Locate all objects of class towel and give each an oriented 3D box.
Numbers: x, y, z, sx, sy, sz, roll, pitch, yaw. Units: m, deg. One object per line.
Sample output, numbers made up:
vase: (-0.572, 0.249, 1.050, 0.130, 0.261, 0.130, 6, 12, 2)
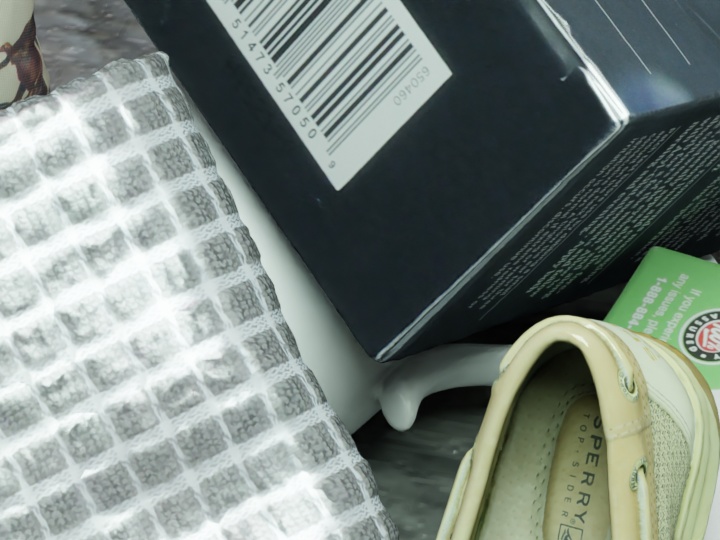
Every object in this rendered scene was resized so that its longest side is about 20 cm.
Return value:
towel: (-0.102, 0.060, 0.697, 0.200, 0.086, 0.166, -27, 87, -8)

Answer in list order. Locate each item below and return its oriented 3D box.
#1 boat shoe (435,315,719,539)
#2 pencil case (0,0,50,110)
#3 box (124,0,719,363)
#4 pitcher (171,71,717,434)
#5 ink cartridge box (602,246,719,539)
boat shoe: (0.037, 0.111, 0.656, 0.073, 0.201, 0.063, 13, -1, 22)
pencil case: (-0.133, -0.080, 0.870, 0.078, 0.200, 0.090, -10, 51, -8)
box: (0.051, -0.080, 0.792, 0.200, 0.107, 0.149, -17, 67, -52)
pitcher: (0.000, 0.000, 0.836, 0.171, 0.121, 0.200, 37, 42, 24)
ink cartridge box: (0.138, 0.091, 0.736, 0.200, 0.084, 0.146, 17, 45, 22)
